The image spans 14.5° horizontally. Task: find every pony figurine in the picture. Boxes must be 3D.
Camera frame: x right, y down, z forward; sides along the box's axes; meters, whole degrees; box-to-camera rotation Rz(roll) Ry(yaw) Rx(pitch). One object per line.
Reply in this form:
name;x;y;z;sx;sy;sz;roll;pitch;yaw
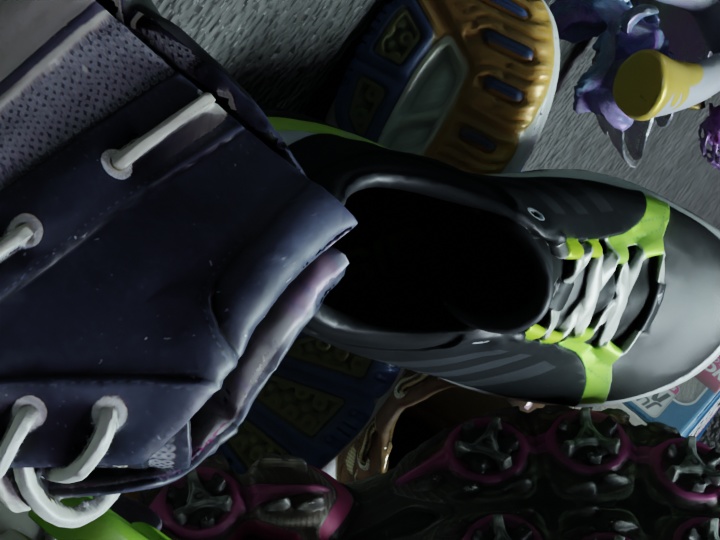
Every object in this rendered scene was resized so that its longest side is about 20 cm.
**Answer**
pony figurine;0.151;-0.097;1.041;0.200;0.167;0.193;-2;124;-55

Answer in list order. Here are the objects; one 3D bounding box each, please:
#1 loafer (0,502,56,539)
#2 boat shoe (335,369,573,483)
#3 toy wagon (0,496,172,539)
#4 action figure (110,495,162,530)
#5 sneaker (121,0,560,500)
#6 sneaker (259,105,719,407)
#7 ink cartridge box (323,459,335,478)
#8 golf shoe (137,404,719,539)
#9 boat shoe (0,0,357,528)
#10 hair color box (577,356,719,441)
loafer;-0.140;0.108;0.661;0.200;0.070;0.070;-47;-166;-17
boat shoe;0.025;0.067;0.941;0.202;0.075;0.075;107;7;-53
toy wagon;-0.099;0.117;0.631;0.155;0.040;0.200;-55;163;-5
action figure;-0.114;0.148;0.794;0.069;0.130;0.200;-54;159;-56
sneaker;0.000;0.000;0.879;0.200;0.075;0.088;-51;169;3
sneaker;0.037;0.007;0.790;0.200;0.083;0.072;10;101;-31
ink cartridge box;-0.026;0.054;1.025;0.200;0.044;0.174;-49;168;-9
golf shoe;0.025;0.093;0.837;0.092;0.200;0.073;88;-4;-52
boat shoe;-0.087;0.028;0.582;0.200;0.093;0.075;-48;168;-16
hair color box;0.062;0.064;1.039;0.061;0.100;0.200;-45;168;-32
